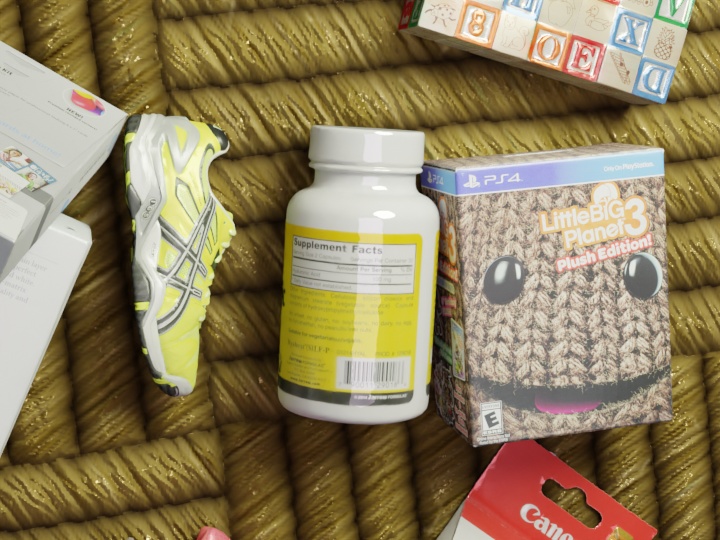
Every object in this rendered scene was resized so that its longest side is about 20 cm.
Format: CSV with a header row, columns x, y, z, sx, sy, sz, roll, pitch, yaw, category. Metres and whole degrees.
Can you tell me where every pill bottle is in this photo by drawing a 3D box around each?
x,y,z,sx,sy,sz,roll,pitch,yaw,category
0.000,0.000,0.933,0.110,0.111,0.202,2,97,-13,pill bottle

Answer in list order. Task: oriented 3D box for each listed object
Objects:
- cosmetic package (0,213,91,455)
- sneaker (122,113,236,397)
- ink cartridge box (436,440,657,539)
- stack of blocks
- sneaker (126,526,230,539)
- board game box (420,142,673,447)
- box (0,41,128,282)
x,y,z,sx,sy,sz,roll,pitch,yaw,category
-0.306,0.026,0.862,0.198,0.123,0.201,24,93,-14,cosmetic package
-0.124,-0.010,0.923,0.076,0.075,0.202,-4,100,-11,sneaker
0.128,0.252,1.030,0.161,0.050,0.200,36,91,-15,ink cartridge box
0.141,-0.205,0.963,0.199,0.059,0.116,15,94,-14,stack of blocks
-0.178,0.242,0.955,0.199,0.074,0.087,-14,88,-20,sneaker
0.137,0.013,0.973,0.158,0.097,0.202,-7,99,-12,board game box
-0.249,-0.086,0.813,0.155,0.200,0.041,29,120,-6,box
